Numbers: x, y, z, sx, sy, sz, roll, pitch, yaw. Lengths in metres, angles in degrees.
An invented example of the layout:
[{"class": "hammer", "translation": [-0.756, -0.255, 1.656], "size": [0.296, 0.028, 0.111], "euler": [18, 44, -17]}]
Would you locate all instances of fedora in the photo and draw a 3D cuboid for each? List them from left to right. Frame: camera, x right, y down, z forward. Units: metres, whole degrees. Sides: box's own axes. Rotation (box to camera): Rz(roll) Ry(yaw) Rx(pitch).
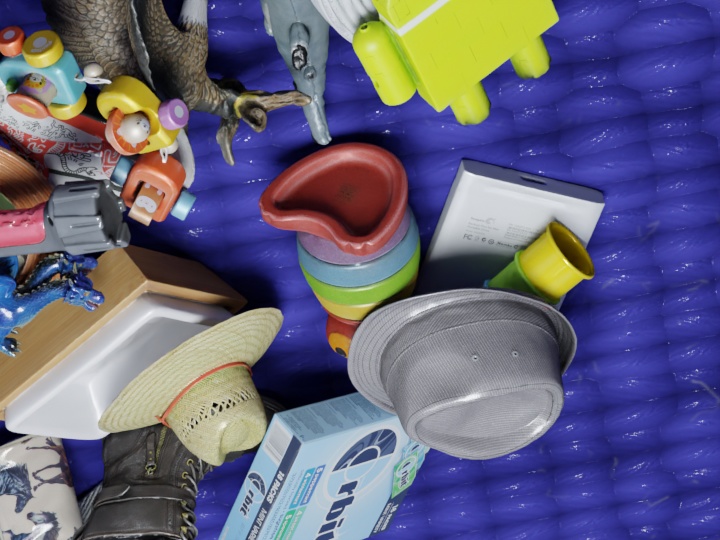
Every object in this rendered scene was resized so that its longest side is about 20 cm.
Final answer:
[{"class": "fedora", "translation": [0.093, 0.099, 1.684], "size": [0.198, 0.091, 0.178], "euler": [0, 137, -15]}]

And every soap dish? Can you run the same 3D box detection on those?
[{"class": "soap dish", "translation": [-0.215, 0.061, 1.707], "size": [0.200, 0.082, 0.157], "euler": [-38, 156, 20]}]

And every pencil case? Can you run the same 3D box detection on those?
[{"class": "pencil case", "translation": [-0.292, 0.251, 1.808], "size": [0.089, 0.202, 0.078], "euler": [-15, 170, -9]}]

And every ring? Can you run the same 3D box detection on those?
[{"class": "ring", "translation": [-0.335, -0.028, 1.618], "size": [0.198, 0.019, 0.202], "euler": [-1, 125, -2]}]

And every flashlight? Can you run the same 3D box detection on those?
[{"class": "flashlight", "translation": [-0.283, -0.039, 1.533], "size": [0.198, 0.068, 0.069], "euler": [-6, 95, 19]}]

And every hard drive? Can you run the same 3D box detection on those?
[{"class": "hard drive", "translation": [0.120, 0.004, 1.759], "size": [0.131, 0.026, 0.201], "euler": [12, 123, -12]}]

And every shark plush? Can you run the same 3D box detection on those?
[{"class": "shark plush", "translation": [-0.058, -0.190, 1.577], "size": [0.090, 0.084, 0.201], "euler": [1, 125, -5]}]

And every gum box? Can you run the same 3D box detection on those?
[{"class": "gum box", "translation": [-0.023, 0.185, 1.797], "size": [0.199, 0.045, 0.171], "euler": [-12, 136, -44]}]

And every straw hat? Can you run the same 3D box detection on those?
[{"class": "straw hat", "translation": [-0.126, 0.121, 1.717], "size": [0.201, 0.201, 0.085], "euler": [-39, 76, 21]}]

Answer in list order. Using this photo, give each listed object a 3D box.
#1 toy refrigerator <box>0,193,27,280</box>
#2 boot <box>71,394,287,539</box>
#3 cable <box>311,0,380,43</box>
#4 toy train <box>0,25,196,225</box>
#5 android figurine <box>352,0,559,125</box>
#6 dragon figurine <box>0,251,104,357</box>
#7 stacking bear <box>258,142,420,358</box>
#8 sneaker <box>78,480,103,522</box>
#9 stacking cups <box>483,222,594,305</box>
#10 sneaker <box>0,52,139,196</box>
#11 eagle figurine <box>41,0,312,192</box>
[{"class": "toy refrigerator", "translation": [-0.345, -0.060, 1.651], "size": [0.070, 0.076, 0.200], "euler": [-34, 120, 18]}, {"class": "boot", "translation": [-0.156, 0.194, 1.781], "size": [0.198, 0.175, 0.070], "euler": [-8, 125, 2]}, {"class": "cable", "translation": [0.047, -0.259, 1.513], "size": [0.199, 0.069, 0.201], "euler": [17, 110, -40]}, {"class": "toy train", "translation": [-0.210, -0.101, 1.522], "size": [0.199, 0.056, 0.150], "euler": [31, 146, -10]}, {"class": "android figurine", "translation": [0.076, -0.204, 1.494], "size": [0.182, 0.041, 0.200], "euler": [-38, 134, -5]}, {"class": "dragon figurine", "translation": [-0.308, 0.009, 1.598], "size": [0.198, 0.059, 0.100], "euler": [14, 123, -14]}, {"class": "stacking bear", "translation": [0.000, 0.000, 1.700], "size": [0.121, 0.114, 0.201], "euler": [20, 142, 27]}, {"class": "sneaker", "translation": [-0.254, 0.281, 1.899], "size": [0.200, 0.073, 0.114], "euler": [-33, 124, 17]}, {"class": "stacking cups", "translation": [0.114, 0.044, 1.733], "size": [0.060, 0.061, 0.200], "euler": [36, 115, -25]}, {"class": "sneaker", "translation": [-0.274, -0.108, 1.628], "size": [0.200, 0.067, 0.108], "euler": [22, 118, -21]}, {"class": "eagle figurine", "translation": [-0.159, -0.176, 1.559], "size": [0.151, 0.152, 0.199], "euler": [-35, 132, 31]}]
